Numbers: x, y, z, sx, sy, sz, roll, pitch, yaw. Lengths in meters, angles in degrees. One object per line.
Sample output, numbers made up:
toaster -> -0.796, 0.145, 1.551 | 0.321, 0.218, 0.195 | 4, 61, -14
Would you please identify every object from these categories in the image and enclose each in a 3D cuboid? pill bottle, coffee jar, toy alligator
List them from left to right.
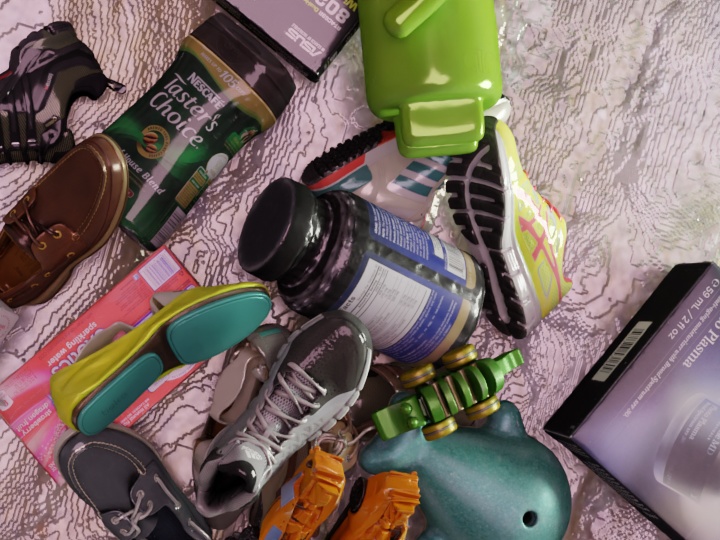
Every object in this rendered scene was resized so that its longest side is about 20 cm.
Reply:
coffee jar -> -0.152, -0.122, 1.604 | 0.104, 0.085, 0.200 | 40, 84, 16
pill bottle -> 0.000, 0.000, 1.574 | 0.199, 0.112, 0.113 | 27, 86, -28
toy alligator -> 0.053, 0.112, 1.536 | 0.198, 0.054, 0.060 | -24, 92, -13

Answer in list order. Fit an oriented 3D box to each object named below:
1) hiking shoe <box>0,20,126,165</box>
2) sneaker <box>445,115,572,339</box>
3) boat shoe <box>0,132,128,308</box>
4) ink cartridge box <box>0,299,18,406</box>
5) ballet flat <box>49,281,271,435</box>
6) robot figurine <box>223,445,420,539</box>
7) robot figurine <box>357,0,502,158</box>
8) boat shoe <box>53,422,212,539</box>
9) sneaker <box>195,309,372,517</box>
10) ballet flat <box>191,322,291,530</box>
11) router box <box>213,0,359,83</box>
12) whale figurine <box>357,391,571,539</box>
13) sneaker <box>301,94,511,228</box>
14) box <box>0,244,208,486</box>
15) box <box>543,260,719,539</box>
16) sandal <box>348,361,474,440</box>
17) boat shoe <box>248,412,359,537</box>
hiking shoe -> -0.297, -0.119, 1.600 | 0.101, 0.076, 0.200 | 44, 84, 1
sneaker -> 0.137, -0.047, 1.627 | 0.090, 0.078, 0.202 | -28, 118, -29
boat shoe -> -0.260, -0.033, 1.551 | 0.072, 0.067, 0.200 | 51, 126, 13
ink cartridge box -> -0.363, 0.020, 1.523 | 0.200, 0.115, 0.068 | 39, 95, 29
ballet flat -> -0.168, 0.056, 1.516 | 0.199, 0.067, 0.067 | -34, 51, -15
robot figurine -> -0.037, 0.233, 1.569 | 0.144, 0.059, 0.201 | 16, 130, -19
robot figurine -> 0.057, -0.199, 1.552 | 0.114, 0.176, 0.203 | -5, 82, -3
boat shoe -> -0.182, 0.197, 1.555 | 0.073, 0.062, 0.200 | -39, 132, -2
sneaker -> -0.065, 0.127, 1.480 | 0.075, 0.116, 0.201 | 37, 110, -2
ballet flat -> -0.113, 0.135, 1.586 | 0.067, 0.063, 0.202 | 33, 112, 29
router box -> -0.070, -0.287, 1.632 | 0.199, 0.062, 0.150 | 38, 86, -4
whale figurine -> 0.097, 0.185, 1.596 | 0.199, 0.104, 0.160 | 35, 84, -23
sneaker -> 0.050, -0.088, 1.645 | 0.198, 0.070, 0.094 | -26, 111, -9
box -> -0.210, 0.080, 1.593 | 0.200, 0.095, 0.103 | -42, 92, -5
box -> 0.305, 0.130, 1.628 | 0.198, 0.123, 0.200 | 40, 86, -4
sandal -> 0.009, 0.115, 1.631 | 0.198, 0.057, 0.081 | 5, 88, -5
boat shoe -> -0.036, 0.144, 1.592 | 0.073, 0.076, 0.202 | 19, 119, 0
